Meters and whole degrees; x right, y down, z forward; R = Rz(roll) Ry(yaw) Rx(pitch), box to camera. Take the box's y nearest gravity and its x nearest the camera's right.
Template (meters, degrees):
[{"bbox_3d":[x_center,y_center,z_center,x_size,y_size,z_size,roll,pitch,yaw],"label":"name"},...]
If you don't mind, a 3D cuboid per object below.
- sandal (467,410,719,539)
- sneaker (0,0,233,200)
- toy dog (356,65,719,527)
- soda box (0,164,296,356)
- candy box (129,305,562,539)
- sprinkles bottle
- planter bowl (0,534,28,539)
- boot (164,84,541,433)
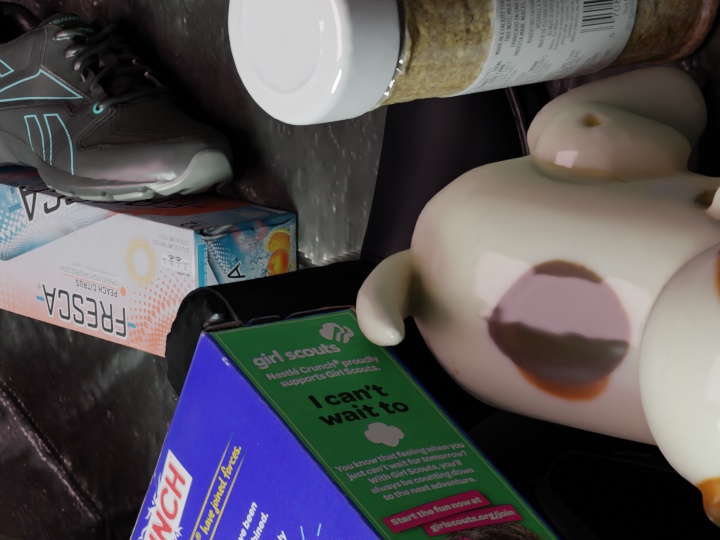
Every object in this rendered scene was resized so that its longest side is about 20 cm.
[{"bbox_3d":[0.121,0.102,1.142,0.200,0.043,0.076,26,74,29],"label":"sandal"},{"bbox_3d":[-0.134,-0.081,1.415,0.200,0.075,0.079,17,109,47],"label":"sneaker"},{"bbox_3d":[0.117,0.011,1.053,0.200,0.194,0.140,28,110,53],"label":"toy dog"},{"bbox_3d":[-0.116,-0.007,1.419,0.200,0.064,0.068,13,108,47],"label":"soda box"},{"bbox_3d":[-0.003,0.140,1.059,0.200,0.077,0.169,46,129,37],"label":"candy box"},{"bbox_3d":[0.046,-0.100,1.096,0.068,0.200,0.068,15,110,47],"label":"sprinkles bottle"},{"bbox_3d":[-0.166,0.226,1.463,0.200,0.135,0.200,-2,87,43],"label":"planter bowl"},{"bbox_3d":[0.000,0.000,1.200,0.076,0.168,0.200,-2,96,52],"label":"boot"}]
